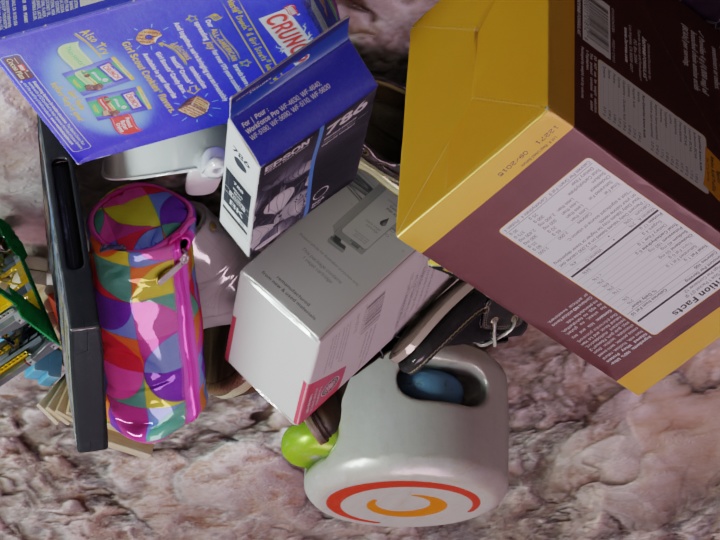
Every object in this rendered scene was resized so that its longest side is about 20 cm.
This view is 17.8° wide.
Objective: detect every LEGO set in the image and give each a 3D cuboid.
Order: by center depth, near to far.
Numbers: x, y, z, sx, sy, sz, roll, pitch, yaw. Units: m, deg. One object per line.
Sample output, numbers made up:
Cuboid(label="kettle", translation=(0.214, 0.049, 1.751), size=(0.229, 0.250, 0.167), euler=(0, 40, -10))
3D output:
Cuboid(label="LEGO set", translation=(-0.318, 0.015, 1.670), size=(0.115, 0.154, 0.200), euler=(-33, 155, 7))

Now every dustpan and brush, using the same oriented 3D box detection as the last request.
Cuboid(label="dustpan and brush", translation=(-0.108, -0.077, 1.596), size=(0.138, 0.058, 0.200), euler=(-6, 171, -9))

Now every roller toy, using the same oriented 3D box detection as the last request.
Cuboid(label="roller toy", translation=(0.042, 0.139, 2.026), size=(0.181, 0.141, 0.200), euler=(-8, 156, 21))

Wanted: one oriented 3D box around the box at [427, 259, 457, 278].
Cuboid(label="box", translation=(0.144, -0.014, 1.627), size=(0.158, 0.050, 0.200), euler=(4, 176, 13))

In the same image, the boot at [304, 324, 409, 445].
Cuboid(label="boot", translation=(-0.010, 0.049, 1.804), size=(0.096, 0.201, 0.075), euler=(-22, 127, 12))

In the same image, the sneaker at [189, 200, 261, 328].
Cuboid(label="sneaker", translation=(-0.164, -0.001, 1.795), size=(0.199, 0.074, 0.116), euler=(-18, 133, 37))

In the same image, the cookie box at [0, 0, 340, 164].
Cuboid(label="cookie box", translation=(-0.123, -0.159, 1.488), size=(0.198, 0.076, 0.171), euler=(-14, 153, 9))

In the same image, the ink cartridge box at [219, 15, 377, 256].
Cuboid(label="ink cartridge box", translation=(-0.042, -0.083, 1.495), size=(0.099, 0.039, 0.200), euler=(-36, 165, -16))

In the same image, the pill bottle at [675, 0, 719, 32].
Cuboid(label="pill bottle", translation=(0.193, -0.195, 1.483), size=(0.199, 0.113, 0.112), euler=(-25, 149, 26))

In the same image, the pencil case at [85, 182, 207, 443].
Cuboid(label="pencil case", translation=(-0.156, 0.032, 1.697), size=(0.088, 0.089, 0.201), euler=(-6, 131, -6))

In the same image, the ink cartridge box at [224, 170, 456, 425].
Cuboid(label="ink cartridge box", translation=(0.000, 0.000, 1.711), size=(0.200, 0.083, 0.147), euler=(-42, 164, -26))

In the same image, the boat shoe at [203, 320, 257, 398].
Cuboid(label="boat shoe", translation=(-0.097, 0.065, 1.861), size=(0.074, 0.075, 0.202), euler=(12, 180, -22))

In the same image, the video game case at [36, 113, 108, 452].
Cuboid(label="video game case", translation=(-0.208, 0.008, 1.660), size=(0.025, 0.182, 0.200), euler=(-7, 152, -9))

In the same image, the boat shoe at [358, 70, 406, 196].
Cuboid(label="boat shoe", translation=(0.038, -0.090, 1.622), size=(0.199, 0.074, 0.065), euler=(18, 168, -17))

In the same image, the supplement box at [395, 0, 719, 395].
Cuboid(label="supplement box", translation=(0.142, -0.073, 1.389), size=(0.199, 0.198, 0.133), euler=(33, 128, -24))

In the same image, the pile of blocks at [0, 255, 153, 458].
Cuboid(label="pile of blocks", translation=(-0.224, 0.065, 1.789), size=(0.200, 0.082, 0.062), euler=(42, 147, -8))

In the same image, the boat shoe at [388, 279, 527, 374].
Cuboid(label="boat shoe", translation=(0.103, 0.027, 1.807), size=(0.200, 0.068, 0.072), euler=(-36, 180, -34))
